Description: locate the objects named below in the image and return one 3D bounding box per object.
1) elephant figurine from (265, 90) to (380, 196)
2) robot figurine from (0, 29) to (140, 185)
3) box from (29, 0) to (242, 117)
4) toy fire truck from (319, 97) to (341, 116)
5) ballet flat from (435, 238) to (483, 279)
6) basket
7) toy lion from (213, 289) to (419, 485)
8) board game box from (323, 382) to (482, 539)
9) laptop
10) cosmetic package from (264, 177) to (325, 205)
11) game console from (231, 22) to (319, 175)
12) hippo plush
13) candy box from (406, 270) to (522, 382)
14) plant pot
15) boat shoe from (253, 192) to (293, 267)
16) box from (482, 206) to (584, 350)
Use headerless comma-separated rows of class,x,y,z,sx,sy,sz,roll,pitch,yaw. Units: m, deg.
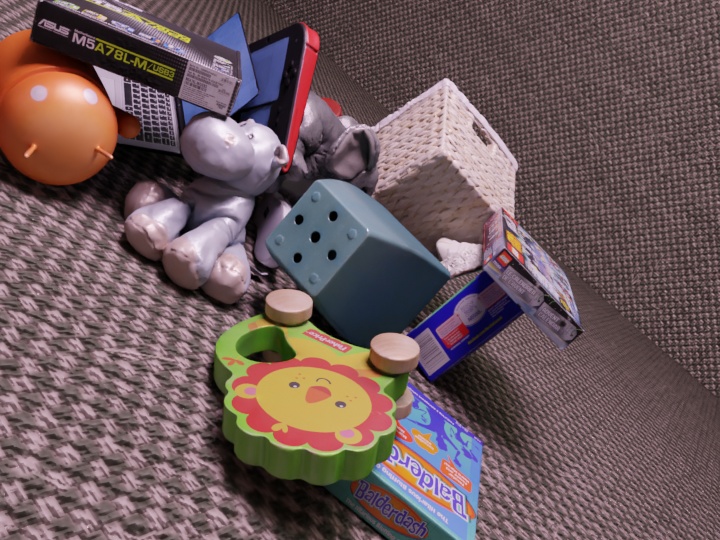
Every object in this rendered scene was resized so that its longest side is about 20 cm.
elephant figurine,-0.031,-0.148,0.940,0.195,0.156,0.145,13,53,-22
robot figurine,-0.310,-0.165,0.714,0.201,0.116,0.144,53,1,40
box,-0.223,-0.237,0.752,0.196,0.048,0.194,19,22,-17
toy fire truck,-0.099,-0.182,1.145,0.194,0.114,0.171,-4,48,-8
ballet flat,0.104,-0.007,1.013,0.072,0.196,0.073,43,35,-41
basket,0.107,-0.130,1.068,0.198,0.198,0.164,40,41,-30
toy lion,-0.049,0.099,0.603,0.197,0.070,0.190,21,26,28
board game box,0.044,0.178,0.681,0.151,0.045,0.200,38,18,1
laptop,-0.250,-0.254,0.906,0.195,0.117,0.190,6,45,-27
cosmetic package,-0.123,-0.159,1.024,0.196,0.089,0.103,25,-8,-12
game console,-0.123,-0.203,0.878,0.031,0.182,0.198,18,-6,-33
hippo plush,-0.137,-0.074,0.755,0.198,0.162,0.160,17,26,-48
candy box,0.165,0.062,0.997,0.078,0.168,0.199,53,20,12
plant pot,-0.010,-0.012,0.809,0.141,0.142,0.200,45,4,24
boat shoe,-0.098,-0.049,0.935,0.069,0.072,0.200,29,11,-21
box,0.213,0.002,0.899,0.137,0.040,0.200,44,20,-6
